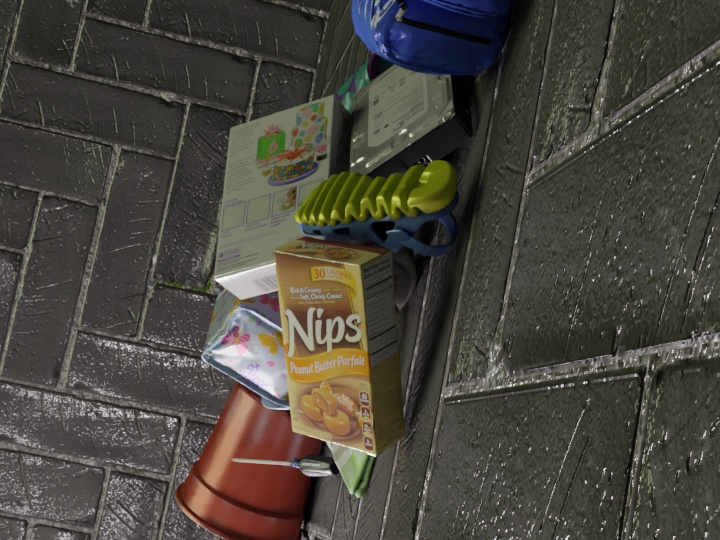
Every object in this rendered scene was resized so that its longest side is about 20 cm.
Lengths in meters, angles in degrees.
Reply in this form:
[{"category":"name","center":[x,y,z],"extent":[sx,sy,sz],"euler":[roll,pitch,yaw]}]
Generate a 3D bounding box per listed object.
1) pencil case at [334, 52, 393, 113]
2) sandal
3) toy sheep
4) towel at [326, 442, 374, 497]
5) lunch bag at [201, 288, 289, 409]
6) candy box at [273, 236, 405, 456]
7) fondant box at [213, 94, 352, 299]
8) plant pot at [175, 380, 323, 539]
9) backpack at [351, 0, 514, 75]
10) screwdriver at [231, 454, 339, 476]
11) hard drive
[{"category":"pencil case","center":[-0.002,-0.213,1.777],"extent":[0.200,0.092,0.086],"euler":[-40,61,46]},{"category":"sandal","center":[0.020,-0.050,1.286],"extent":[0.080,0.198,0.087],"euler":[-56,-50,-34]},{"category":"toy sheep","center":[0.000,0.000,1.453],"extent":[0.200,0.136,0.139],"euler":[52,134,47]},{"category":"towel","center":[-0.017,0.150,1.531],"extent":[0.200,0.030,0.151],"euler":[-122,41,-59]},{"category":"lunch bag","center":[-0.107,0.101,1.794],"extent":[0.128,0.199,0.170],"euler":[-53,15,22]},{"category":"candy box","center":[-0.020,0.074,1.304],"extent":[0.055,0.114,0.202],"euler":[-27,-62,-47]},{"category":"fondant box","center":[-0.081,-0.081,1.434],"extent":[0.058,0.143,0.202],"euler":[40,-136,-49]},{"category":"plant pot","center":[-0.143,0.271,1.891],"extent":[0.201,0.199,0.197],"euler":[-112,44,-76]},{"category":"backpack","center":[0.074,-0.286,1.229],"extent":[0.168,0.161,0.202],"euler":[-116,40,-72]},{"category":"screwdriver","center":[-0.105,0.255,1.745],"extent":[0.028,0.198,0.029],"euler":[-25,-69,-47]},{"category":"hard drive","center":[0.051,-0.168,1.394],"extent":[0.139,0.038,0.201],"euler":[-33,30,23]}]
